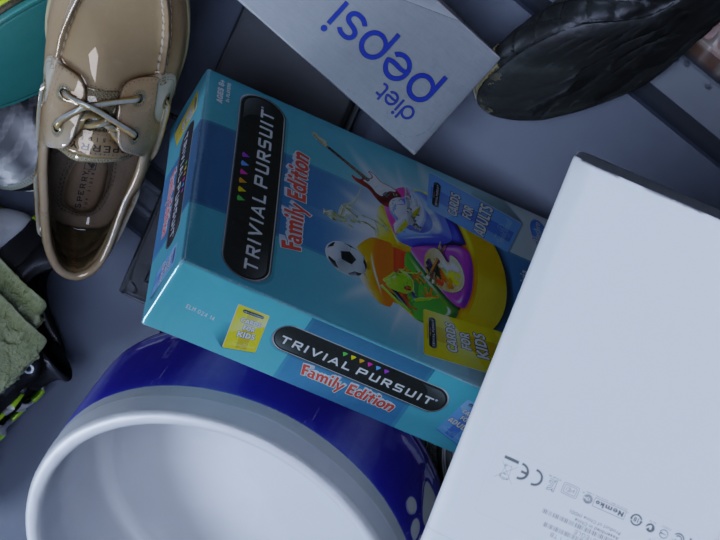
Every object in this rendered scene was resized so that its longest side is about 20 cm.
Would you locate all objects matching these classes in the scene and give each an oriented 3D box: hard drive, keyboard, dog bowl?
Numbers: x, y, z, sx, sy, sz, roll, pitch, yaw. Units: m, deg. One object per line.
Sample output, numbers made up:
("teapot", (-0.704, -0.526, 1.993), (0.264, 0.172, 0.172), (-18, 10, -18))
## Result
("hard drive", (0.119, 0.065, 1.247), (0.132, 0.027, 0.201), (23, 105, 9))
("keyboard", (-0.075, -0.071, 1.472), (0.127, 0.021, 0.201), (25, 103, 0))
("dog bowl", (-0.061, 0.127, 1.403), (0.199, 0.079, 0.201), (12, 128, 16))

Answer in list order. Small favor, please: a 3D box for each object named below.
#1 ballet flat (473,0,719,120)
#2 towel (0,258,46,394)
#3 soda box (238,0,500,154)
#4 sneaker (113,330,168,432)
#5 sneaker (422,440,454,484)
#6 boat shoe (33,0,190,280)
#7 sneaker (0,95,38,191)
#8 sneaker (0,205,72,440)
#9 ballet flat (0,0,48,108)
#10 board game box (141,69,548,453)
("ballet flat", (0.142, -0.138, 1.407), (0.200, 0.057, 0.066), (-32, 138, 16))
("towel", (-0.258, 0.046, 1.402), (0.148, 0.036, 0.200), (48, 66, -20))
("soda box", (-0.028, -0.149, 1.384), (0.200, 0.063, 0.068), (41, 95, -21))
("sneaker", (-0.074, 0.051, 1.456), (0.075, 0.079, 0.200), (30, 131, 1))
("sneaker", (0.022, 0.064, 1.456), (0.085, 0.078, 0.201), (-22, 104, 7))
("boat shoe", (-0.124, -0.080, 1.388), (0.071, 0.065, 0.200), (6, 135, -6))
("sneaker", (-0.233, -0.114, 1.460), (0.074, 0.087, 0.200), (-42, 89, 16))
("sneaker", (-0.197, 0.060, 1.494), (0.082, 0.072, 0.201), (13, 103, 8))
("ballet flat", (-0.139, -0.149, 1.433), (0.200, 0.067, 0.067), (-31, 50, -2))
("board game box", (0.000, 0.000, 1.367), (0.199, 0.151, 0.047), (23, 127, -16))
